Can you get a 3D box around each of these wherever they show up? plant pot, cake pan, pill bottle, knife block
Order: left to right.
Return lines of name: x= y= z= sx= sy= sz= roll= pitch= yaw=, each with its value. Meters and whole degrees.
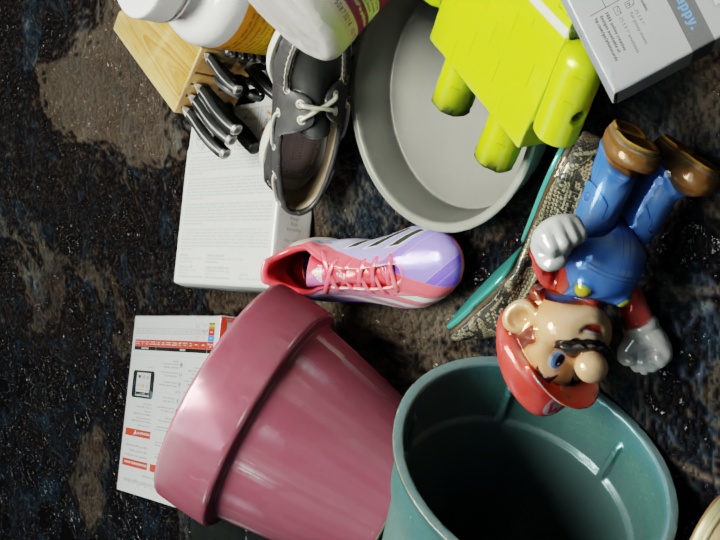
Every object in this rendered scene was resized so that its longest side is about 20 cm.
knife block: x=-0.153 y=-0.177 z=1.100 sx=0.198 sy=0.063 sz=0.179 roll=-11 pitch=78 yaw=48
pill bottle: x=-0.089 y=-0.229 z=0.931 sx=0.110 sy=0.198 sz=0.113 roll=2 pitch=93 yaw=49
plant pot: x=-0.040 y=0.141 z=0.959 sx=0.177 sy=0.200 sz=0.202 roll=30 pitch=122 yaw=10
pill bottle: x=0.005 y=-0.257 z=0.835 sx=0.200 sy=0.112 sz=0.112 roll=-48 pitch=53 yaw=-7
cake pan: x=0.070 y=-0.132 z=0.901 sx=0.198 sy=0.036 sz=0.204 roll=11 pitch=105 yaw=47
plant pot: x=0.095 y=0.204 z=0.836 sx=0.200 sy=0.198 sz=0.198 roll=44 pitch=135 yaw=33

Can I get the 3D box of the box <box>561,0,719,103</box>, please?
box: x=0.194 y=-0.211 z=0.654 sx=0.198 sy=0.041 sz=0.158 roll=-27 pitch=85 yaw=10

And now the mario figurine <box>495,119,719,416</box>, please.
mario figurine: x=0.159 y=0.015 z=0.762 sx=0.122 sy=0.106 sz=0.202 roll=26 pitch=115 yaw=6

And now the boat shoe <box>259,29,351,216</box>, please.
boat shoe: x=-0.043 y=-0.126 z=0.954 sx=0.201 sy=0.073 sz=0.061 roll=111 pitch=146 yaw=-48

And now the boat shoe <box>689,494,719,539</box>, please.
boat shoe: x=0.240 y=0.241 z=0.765 sx=0.064 sy=0.071 sz=0.204 roll=16 pitch=117 yaw=38

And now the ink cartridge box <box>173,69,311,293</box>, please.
ink cartridge box: x=-0.107 y=-0.082 z=1.119 sx=0.161 sy=0.050 sz=0.204 roll=2 pitch=82 yaw=48

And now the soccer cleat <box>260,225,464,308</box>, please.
soccer cleat: x=0.000 y=0.000 z=0.975 sx=0.198 sy=0.076 sz=0.068 roll=1 pitch=98 yaw=48

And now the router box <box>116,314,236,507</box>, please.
router box: x=-0.171 y=0.136 z=1.160 sx=0.199 sy=0.048 sz=0.183 roll=-2 pitch=81 yaw=56

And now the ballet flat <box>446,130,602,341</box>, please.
ballet flat: x=0.133 y=-0.004 z=0.844 sx=0.075 sy=0.068 sz=0.201 roll=35 pitch=124 yaw=8

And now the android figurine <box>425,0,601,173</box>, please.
android figurine: x=0.101 y=-0.169 z=0.773 sx=0.183 sy=0.040 sz=0.202 roll=58 pitch=146 yaw=32

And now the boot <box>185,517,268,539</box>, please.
boot: x=-0.097 y=0.228 z=1.137 sx=0.162 sy=0.072 sz=0.202 roll=32 pitch=119 yaw=46
